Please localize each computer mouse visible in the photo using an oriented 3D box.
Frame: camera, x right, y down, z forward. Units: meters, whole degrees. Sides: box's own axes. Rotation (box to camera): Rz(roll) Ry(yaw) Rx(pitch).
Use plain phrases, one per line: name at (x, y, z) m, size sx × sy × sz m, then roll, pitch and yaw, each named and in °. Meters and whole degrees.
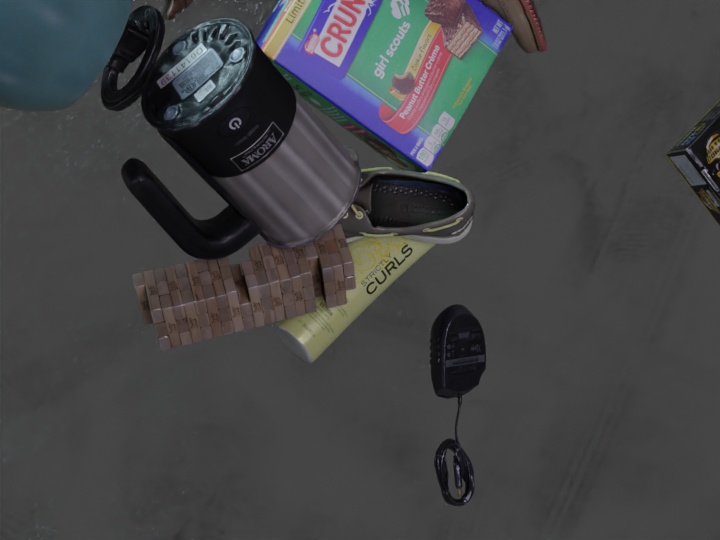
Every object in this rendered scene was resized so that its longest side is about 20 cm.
computer mouse at (0.092, 0.133, 1.559) m, size 0.058 × 0.034 × 0.203 m, roll -3°, pitch 97°, yaw -35°

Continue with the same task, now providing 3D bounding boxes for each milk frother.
milk frother at (-0.126, -0.136, 1.422) m, size 0.179 × 0.202 × 0.188 m, roll -27°, pitch 136°, yaw 15°

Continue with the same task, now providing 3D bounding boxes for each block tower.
block tower at (-0.105, 0.016, 1.445) m, size 0.197 × 0.058 × 0.054 m, roll -13°, pitch 135°, yaw -7°

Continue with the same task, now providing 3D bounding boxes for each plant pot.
plant pot at (-0.292, -0.231, 1.339) m, size 0.160 × 0.200 × 0.202 m, roll 29°, pitch 82°, yaw -28°

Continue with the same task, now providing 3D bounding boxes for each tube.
tube at (0.000, 0.000, 1.513) m, size 0.200 × 0.052 × 0.058 m, roll -46°, pitch 132°, yaw -17°

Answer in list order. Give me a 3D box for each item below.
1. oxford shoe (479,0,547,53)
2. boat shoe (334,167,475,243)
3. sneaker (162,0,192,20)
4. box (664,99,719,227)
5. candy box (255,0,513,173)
oxford shoe at (0.114, -0.290, 1.547) m, size 0.074 × 0.071 × 0.201 m, roll -32°, pitch 103°, yaw 11°
boat shoe at (0.010, -0.064, 1.485) m, size 0.199 × 0.060 × 0.073 m, roll 2°, pitch 73°, yaw -3°
sneaker at (-0.232, -0.299, 1.416) m, size 0.198 × 0.070 × 0.076 m, roll 25°, pitch 84°, yaw -17°
box at (0.442, -0.129, 1.659) m, size 0.200 × 0.049 × 0.160 m, roll -44°, pitch 101°, yaw -13°
candy box at (0.019, -0.218, 1.499) m, size 0.199 × 0.077 × 0.170 m, roll 33°, pitch 81°, yaw -15°
